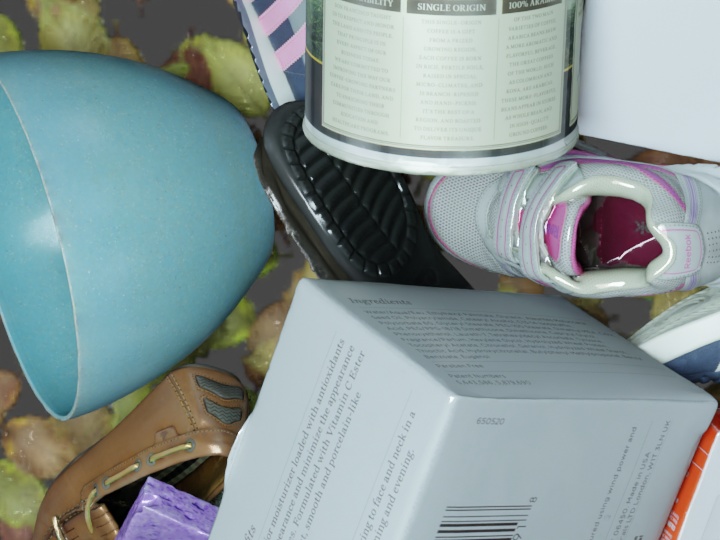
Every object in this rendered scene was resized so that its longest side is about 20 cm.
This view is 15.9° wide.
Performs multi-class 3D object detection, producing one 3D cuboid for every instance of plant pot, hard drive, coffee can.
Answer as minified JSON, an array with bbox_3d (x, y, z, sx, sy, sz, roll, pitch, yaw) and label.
[{"bbox_3d":[-0.125,-0.033,1.401,0.134,0.200,0.201,-16,93,-19],"label":"plant pot"},{"bbox_3d":[0.184,-0.147,1.314,0.131,0.027,0.201,12,127,3],"label":"hard drive"},{"bbox_3d":[0.043,-0.165,1.298,0.145,0.146,0.201,7,112,14],"label":"coffee can"}]

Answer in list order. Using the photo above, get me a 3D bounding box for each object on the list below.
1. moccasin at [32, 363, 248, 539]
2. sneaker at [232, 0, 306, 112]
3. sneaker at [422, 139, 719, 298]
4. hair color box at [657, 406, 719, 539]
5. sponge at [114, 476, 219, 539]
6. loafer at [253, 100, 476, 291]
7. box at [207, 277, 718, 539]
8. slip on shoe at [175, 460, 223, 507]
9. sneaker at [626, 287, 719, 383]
[{"bbox_3d":[-0.124,0.135,1.440,0.201,0.073,0.078,-41,42,35],"label":"moccasin"},{"bbox_3d":[-0.032,-0.163,1.384,0.082,0.070,0.201,-19,122,0],"label":"sneaker"},{"bbox_3d":[0.111,-0.029,1.359,0.199,0.088,0.082,4,98,36],"label":"sneaker"},{"bbox_3d":[0.191,0.178,1.369,0.110,0.064,0.201,15,101,-20],"label":"hair color box"},{"bbox_3d":[-0.104,0.206,1.434,0.111,0.030,0.200,22,128,-10],"label":"sponge"},{"bbox_3d":[0.000,0.000,1.393,0.071,0.073,0.200,-21,110,45],"label":"loafer"},{"bbox_3d":[0.044,0.121,1.305,0.131,0.199,0.200,36,114,42],"label":"box"},{"bbox_3d":[-0.031,0.169,1.456,0.200,0.061,0.074,39,130,20],"label":"slip on shoe"},{"bbox_3d":[0.224,0.043,1.361,0.199,0.075,0.085,-23,98,21],"label":"sneaker"}]
